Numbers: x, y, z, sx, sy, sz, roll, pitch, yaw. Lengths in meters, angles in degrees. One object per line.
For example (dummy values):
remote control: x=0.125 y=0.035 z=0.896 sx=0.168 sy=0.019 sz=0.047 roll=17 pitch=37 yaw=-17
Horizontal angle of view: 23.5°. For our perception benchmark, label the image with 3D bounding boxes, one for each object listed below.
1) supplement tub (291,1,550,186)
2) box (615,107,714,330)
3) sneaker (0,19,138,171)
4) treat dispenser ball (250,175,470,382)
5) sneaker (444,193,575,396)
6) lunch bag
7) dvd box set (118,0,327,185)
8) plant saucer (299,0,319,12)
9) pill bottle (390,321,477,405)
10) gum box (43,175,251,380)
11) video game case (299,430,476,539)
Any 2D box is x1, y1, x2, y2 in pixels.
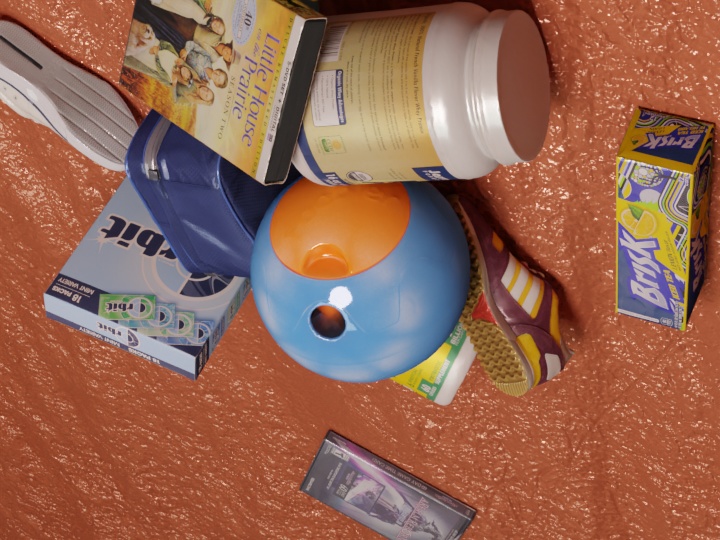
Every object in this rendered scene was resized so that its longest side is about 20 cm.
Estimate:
supplement tub: x=0.045 y=-0.145 z=1.435 sx=0.198 sy=0.145 sz=0.145 roll=-1 pitch=135 yaw=27
box: x=0.260 y=-0.041 z=1.490 sx=0.070 sy=0.065 sz=0.201 roll=15 pitch=143 yaw=20
sneaker: x=-0.302 y=-0.171 z=1.739 sx=0.200 sy=0.073 sz=0.071 roll=42 pitch=153 yaw=-2
treat dispenser ball: x=0.000 y=0.000 z=1.565 sx=0.199 sy=0.202 sz=0.202 roll=19 pitch=144 yaw=15
sneaker: x=0.135 y=0.014 z=1.649 sx=0.075 sy=0.090 sz=0.201 roll=-12 pitch=102 yaw=54
lunch bag: x=-0.136 y=-0.090 z=1.649 sx=0.131 sy=0.136 sz=0.201 roll=4 pitch=138 yaw=32
dvd box set: x=-0.118 y=-0.179 z=1.434 sx=0.200 sy=0.029 sz=0.147 roll=35 pitch=121 yaw=34
plant saucer: x=-0.118 y=-0.270 z=1.500 sx=0.200 sy=0.039 sz=0.202 roll=20 pitch=143 yaw=15
pill bottle: x=0.024 y=0.040 z=1.716 sx=0.199 sy=0.113 sz=0.113 roll=28 pitch=145 yaw=3
gum box: x=-0.195 y=-0.006 z=1.740 sx=0.169 sy=0.201 sz=0.045 roll=22 pitch=145 yaw=11
video game case: x=0.030 y=0.276 z=2.087 sx=0.199 sy=0.019 sz=0.143 roll=29 pitch=145 yaw=3
